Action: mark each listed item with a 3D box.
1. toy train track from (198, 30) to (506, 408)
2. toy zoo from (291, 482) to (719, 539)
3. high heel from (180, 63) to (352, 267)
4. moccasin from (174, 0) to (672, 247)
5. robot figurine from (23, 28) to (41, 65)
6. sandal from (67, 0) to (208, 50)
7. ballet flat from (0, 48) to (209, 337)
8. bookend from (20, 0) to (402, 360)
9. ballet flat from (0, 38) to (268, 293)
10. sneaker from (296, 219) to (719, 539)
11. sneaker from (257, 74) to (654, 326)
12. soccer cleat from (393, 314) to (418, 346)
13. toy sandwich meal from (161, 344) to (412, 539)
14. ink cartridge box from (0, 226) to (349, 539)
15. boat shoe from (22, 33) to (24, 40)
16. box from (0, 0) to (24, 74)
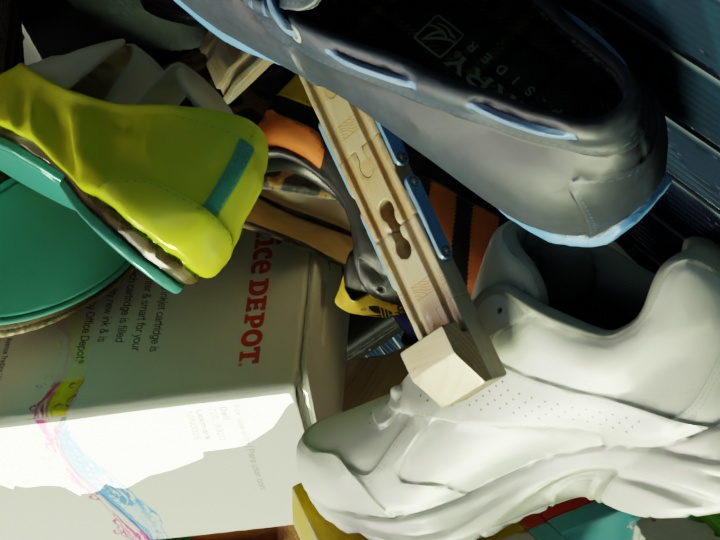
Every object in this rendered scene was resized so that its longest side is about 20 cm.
[{"bbox_3d":[-0.012,-0.050,0.580,0.115,0.032,0.200,-36,75,47],"label":"toy train track"},{"bbox_3d":[0.066,0.098,0.660,0.131,0.200,0.020,43,141,48],"label":"toy zoo"},{"bbox_3d":[0.000,0.000,0.734,0.200,0.143,0.071,53,132,4],"label":"high heel"},{"bbox_3d":[0.007,-0.088,0.508,0.200,0.081,0.068,32,164,18],"label":"moccasin"},{"bbox_3d":[-0.183,-0.174,1.096,0.200,0.125,0.150,54,-145,-37],"label":"robot figurine"},{"bbox_3d":[-0.053,-0.099,0.690,0.075,0.048,0.200,28,164,-27],"label":"sandal"},{"bbox_3d":[-0.110,-0.034,0.772,0.065,0.200,0.071,2,120,55],"label":"ballet flat"},{"bbox_3d":[-0.075,-0.067,0.922,0.199,0.092,0.200,57,-178,32],"label":"bookend"},{"bbox_3d":[-0.086,-0.047,0.643,0.067,0.067,0.200,36,176,-31],"label":"ballet flat"},{"bbox_3d":[0.053,0.032,0.609,0.200,0.078,0.100,-15,103,36],"label":"sneaker"},{"bbox_3d":[0.040,0.001,0.676,0.200,0.090,0.070,48,174,10],"label":"sneaker"},{"bbox_3d":[0.009,-0.049,0.840,0.200,0.065,0.084,54,145,-3],"label":"soccer cleat"},{"bbox_3d":[-0.045,0.100,0.849,0.205,0.205,0.070,41,162,56],"label":"toy sandwich meal"},{"bbox_3d":[-0.109,0.043,0.800,0.145,0.200,0.084,-87,-14,-51],"label":"ink cartridge box"},{"bbox_3d":[-0.235,-0.167,0.830,0.200,0.057,0.069,50,175,-27],"label":"boat shoe"},{"bbox_3d":[-0.181,-0.101,0.750,0.200,0.075,0.100,107,166,-60],"label":"box"}]
